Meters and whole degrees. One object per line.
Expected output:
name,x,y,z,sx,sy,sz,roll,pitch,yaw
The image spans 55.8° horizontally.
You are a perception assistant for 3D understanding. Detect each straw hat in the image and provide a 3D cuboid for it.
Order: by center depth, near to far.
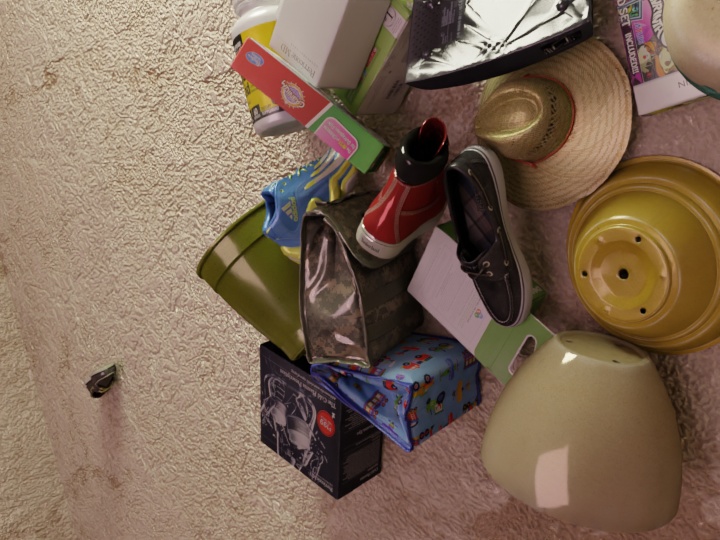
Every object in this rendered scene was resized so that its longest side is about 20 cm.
straw hat,0.168,-0.157,0.701,0.199,0.084,0.206,11,104,50

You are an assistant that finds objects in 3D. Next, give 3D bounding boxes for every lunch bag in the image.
lunch bag,0.000,0.000,0.884,0.115,0.163,0.205,-1,104,30
lunch bag,0.040,0.130,0.900,0.198,0.149,0.096,19,118,42

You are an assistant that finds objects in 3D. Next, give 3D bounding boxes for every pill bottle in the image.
pill bottle,-0.122,-0.304,0.971,0.110,0.110,0.205,-12,93,48

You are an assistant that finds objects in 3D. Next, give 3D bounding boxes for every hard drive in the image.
hard drive,0.141,-0.260,0.692,0.197,0.042,0.138,-9,64,35

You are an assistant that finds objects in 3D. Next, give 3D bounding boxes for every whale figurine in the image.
whale figurine,0.316,-0.220,0.502,0.158,0.103,0.203,34,100,31

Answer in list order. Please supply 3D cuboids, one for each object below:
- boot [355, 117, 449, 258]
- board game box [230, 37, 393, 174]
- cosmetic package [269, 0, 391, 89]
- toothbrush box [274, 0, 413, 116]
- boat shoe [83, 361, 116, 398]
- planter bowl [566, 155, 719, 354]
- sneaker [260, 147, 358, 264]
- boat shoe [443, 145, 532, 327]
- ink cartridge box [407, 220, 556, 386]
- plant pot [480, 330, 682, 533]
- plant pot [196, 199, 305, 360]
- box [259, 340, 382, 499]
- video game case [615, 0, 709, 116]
boot,0.076,-0.114,0.761,0.072,0.200,0.146,31,125,8
board game box,-0.052,-0.198,0.841,0.199,0.153,0.041,39,101,0
cosmetic package,-0.021,-0.320,0.762,0.101,0.070,0.202,44,126,27
toothbrush box,-0.004,-0.319,0.855,0.201,0.085,0.146,52,132,20
boat shoe,-0.679,0.291,1.795,0.200,0.071,0.062,-32,83,54
planter bowl,0.271,-0.004,0.661,0.198,0.082,0.205,18,116,43
sneaker,-0.070,-0.116,0.920,0.075,0.104,0.204,-4,62,60
boat shoe,0.129,-0.026,0.716,0.069,0.066,0.204,6,117,45
ink cartridge box,0.154,0.041,0.818,0.200,0.059,0.105,45,131,28
plant pot,0.227,0.140,0.678,0.198,0.198,0.138,20,110,41
plant pot,-0.109,0.019,1.019,0.194,0.199,0.201,50,134,7
box,-0.063,0.219,1.077,0.198,0.103,0.186,22,119,41
video game case,0.307,-0.256,0.577,0.179,0.035,0.205,-9,95,47
